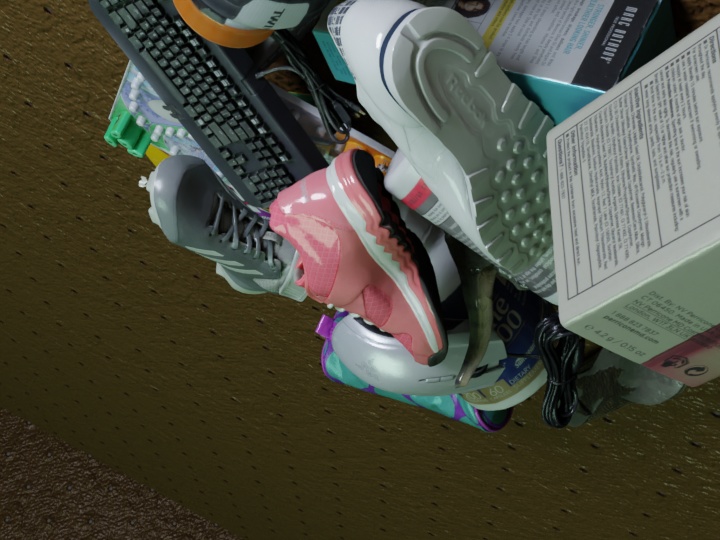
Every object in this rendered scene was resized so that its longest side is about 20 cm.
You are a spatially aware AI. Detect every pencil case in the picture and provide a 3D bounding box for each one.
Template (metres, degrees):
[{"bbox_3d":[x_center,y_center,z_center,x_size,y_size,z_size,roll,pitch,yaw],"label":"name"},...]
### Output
[{"bbox_3d":[0.057,0.093,1.281,0.199,0.086,0.092,14,169,34],"label":"pencil case"}]

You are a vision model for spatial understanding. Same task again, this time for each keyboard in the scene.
[{"bbox_3d":[-0.078,-0.121,0.853,0.126,0.021,0.200,-17,128,32],"label":"keyboard"}]

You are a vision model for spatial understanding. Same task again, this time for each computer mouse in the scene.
[{"bbox_3d":[0.075,0.074,1.012,0.198,0.044,0.110,4,134,2],"label":"computer mouse"}]

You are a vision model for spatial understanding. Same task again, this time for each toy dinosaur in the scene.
[{"bbox_3d":[0.098,-0.019,0.958,0.087,0.202,0.047,-9,179,21],"label":"toy dinosaur"}]

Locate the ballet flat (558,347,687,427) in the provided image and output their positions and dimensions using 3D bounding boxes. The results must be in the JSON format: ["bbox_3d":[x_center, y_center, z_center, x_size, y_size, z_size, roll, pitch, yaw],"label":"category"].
[{"bbox_3d":[0.229,0.091,1.122,0.068,0.046,0.200,61,153,9],"label":"ballet flat"}]

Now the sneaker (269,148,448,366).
[{"bbox_3d":[0.000,0.000,0.916,0.086,0.074,0.201,-20,132,12],"label":"sneaker"}]

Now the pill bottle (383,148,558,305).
[{"bbox_3d":[0.124,-0.047,0.866,0.199,0.111,0.111,34,158,-6],"label":"pill bottle"}]

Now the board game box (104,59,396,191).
[{"bbox_3d":[-0.091,-0.092,0.973,0.199,0.026,0.200,28,160,-10],"label":"board game box"}]

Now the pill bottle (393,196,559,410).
[{"bbox_3d":[0.072,0.017,1.066,0.111,0.111,0.200,0,143,51],"label":"pill bottle"}]

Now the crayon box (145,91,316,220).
[{"bbox_3d":[-0.087,-0.084,1.122,0.199,0.059,0.173,12,152,36],"label":"crayon box"}]

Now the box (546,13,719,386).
[{"bbox_3d":[0.200,-0.047,0.640,0.108,0.129,0.200,24,141,-31],"label":"box"}]

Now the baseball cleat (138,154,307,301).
[{"bbox_3d":[-0.086,-0.032,1.002,0.106,0.070,0.200,9,165,21],"label":"baseball cleat"}]

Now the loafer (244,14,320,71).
[{"bbox_3d":[-0.066,-0.186,0.882,0.070,0.075,0.200,47,154,-4],"label":"loafer"}]

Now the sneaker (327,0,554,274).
[{"bbox_3d":[0.054,-0.078,0.743,0.080,0.076,0.200,24,156,47],"label":"sneaker"}]

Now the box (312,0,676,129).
[{"bbox_3d":[0.077,-0.139,0.770,0.199,0.083,0.049,18,156,30],"label":"box"}]

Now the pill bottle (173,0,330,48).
[{"bbox_3d":[-0.040,-0.202,0.703,0.106,0.107,0.200,34,145,-9],"label":"pill bottle"}]
